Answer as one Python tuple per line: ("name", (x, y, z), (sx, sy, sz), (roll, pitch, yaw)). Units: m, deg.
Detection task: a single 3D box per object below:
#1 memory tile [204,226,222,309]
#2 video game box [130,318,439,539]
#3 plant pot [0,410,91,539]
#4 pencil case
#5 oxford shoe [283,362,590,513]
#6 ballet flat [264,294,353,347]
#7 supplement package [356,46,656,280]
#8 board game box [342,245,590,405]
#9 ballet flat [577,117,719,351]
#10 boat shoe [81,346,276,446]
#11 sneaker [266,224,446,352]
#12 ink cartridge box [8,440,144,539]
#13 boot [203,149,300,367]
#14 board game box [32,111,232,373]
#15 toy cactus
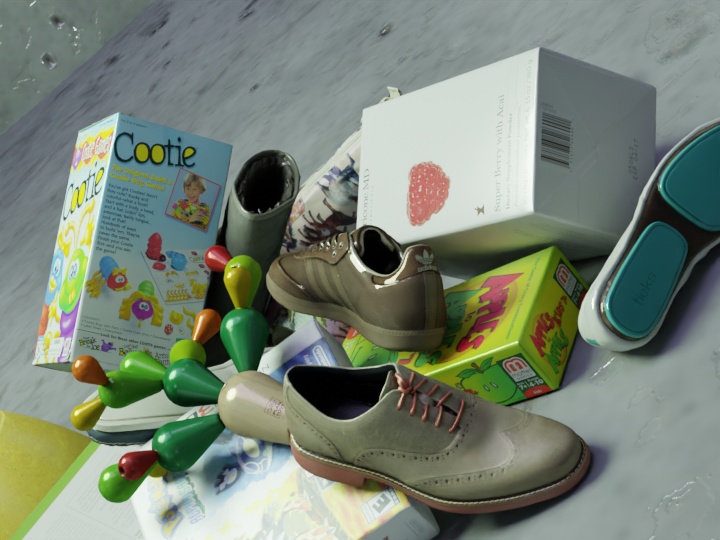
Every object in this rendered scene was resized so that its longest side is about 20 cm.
("memory tile", (-0.141, 0.026, 1.454), (0.200, 0.017, 0.153), (-51, -18, -76))
("video game box", (-0.062, 0.153, 1.109), (0.182, 0.047, 0.200), (-39, 41, 7))
("plant pot", (-0.289, 0.201, 1.361), (0.200, 0.142, 0.200), (-36, 22, 16))
("pencil case", (-0.013, -0.074, 1.496), (0.200, 0.089, 0.078), (-45, 22, -6))
("oxford shoe", (0.041, 0.099, 1.005), (0.200, 0.075, 0.071), (3, 45, 21))
("ballet flat", (-0.039, 0.053, 1.341), (0.071, 0.069, 0.200), (-70, 18, -4))
("supplement package", (0.102, -0.071, 1.190), (0.200, 0.120, 0.121), (-13, 70, 52))
("board game box", (0.061, 0.061, 1.163), (0.200, 0.048, 0.102), (-24, 27, 39))
("ballet flat", (0.203, -0.026, 1.079), (0.200, 0.069, 0.069), (-52, 23, -23))
("boat shoe", (-0.121, 0.108, 1.240), (0.200, 0.062, 0.075), (-14, 39, -39))
("sneaker", (0.000, 0.000, 1.177), (0.070, 0.076, 0.200), (-4, 15, -35))
("ink cartridge box", (-0.156, 0.220, 1.202), (0.200, 0.076, 0.148), (17, 57, 37))
("boot", (-0.102, 0.025, 1.341), (0.182, 0.072, 0.200), (-84, 16, -47))
("board game box", (-0.186, -0.012, 1.321), (0.103, 0.105, 0.200), (-9, 69, 62))
("toy cactus", (-0.104, 0.074, 1.117), (0.165, 0.102, 0.200), (16, 57, 34))
